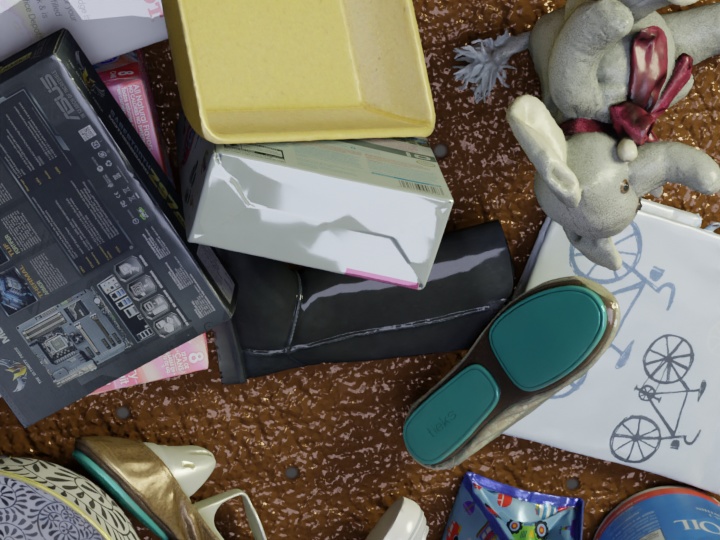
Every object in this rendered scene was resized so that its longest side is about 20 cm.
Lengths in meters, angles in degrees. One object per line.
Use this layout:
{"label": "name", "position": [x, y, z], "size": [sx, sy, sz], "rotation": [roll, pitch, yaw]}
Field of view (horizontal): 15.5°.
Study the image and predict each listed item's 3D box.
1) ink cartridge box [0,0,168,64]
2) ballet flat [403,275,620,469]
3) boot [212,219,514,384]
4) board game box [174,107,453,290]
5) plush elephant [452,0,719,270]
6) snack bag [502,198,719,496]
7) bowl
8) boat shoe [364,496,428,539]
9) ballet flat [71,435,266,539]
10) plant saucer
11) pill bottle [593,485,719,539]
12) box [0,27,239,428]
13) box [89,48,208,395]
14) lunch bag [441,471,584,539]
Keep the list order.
{"label": "ink cartridge box", "position": [-0.214, -0.193, 1.623], "size": [0.199, 0.088, 0.146], "rotation": [-18, 113, 3]}
{"label": "ballet flat", "position": [0.104, 0.062, 1.741], "size": [0.200, 0.062, 0.068], "rotation": [-38, 75, 34]}
{"label": "boot", "position": [0.000, 0.000, 1.714], "size": [0.199, 0.066, 0.165], "rotation": [-7, 144, 0]}
{"label": "board game box", "position": [-0.033, -0.064, 1.631], "size": [0.147, 0.200, 0.065], "rotation": [13, 110, -11]}
{"label": "plush elephant", "position": [0.160, -0.091, 1.659], "size": [0.199, 0.165, 0.156], "rotation": [-15, 72, 16]}
{"label": "snack bag", "position": [0.195, 0.046, 1.798], "size": [0.199, 0.021, 0.189], "rotation": [16, 109, -12]}
{"label": "bowl", "position": [-0.213, 0.195, 1.757], "size": [0.200, 0.094, 0.202], "rotation": [9, 119, 17]}
{"label": "boat shoe", "position": [0.010, 0.249, 1.823], "size": [0.068, 0.072, 0.201], "rotation": [24, 107, -3]}
{"label": "ballet flat", "position": [-0.112, 0.166, 1.793], "size": [0.072, 0.068, 0.200], "rotation": [-42, 111, -11]}
{"label": "plant saucer", "position": [-0.054, -0.170, 1.594], "size": [0.199, 0.048, 0.201], "rotation": [-5, 81, -46]}
{"label": "pill bottle", "position": [0.224, 0.234, 1.779], "size": [0.112, 0.200, 0.113], "rotation": [-2, 112, -6]}
{"label": "box", "position": [-0.191, -0.023, 1.600], "size": [0.157, 0.051, 0.200], "rotation": [-28, 110, 15]}
{"label": "box", "position": [-0.163, -0.035, 1.682], "size": [0.094, 0.103, 0.201], "rotation": [-12, 111, -1]}
{"label": "lunch bag", "position": [0.101, 0.252, 1.771], "size": [0.094, 0.200, 0.151], "rotation": [13, 110, -11]}
